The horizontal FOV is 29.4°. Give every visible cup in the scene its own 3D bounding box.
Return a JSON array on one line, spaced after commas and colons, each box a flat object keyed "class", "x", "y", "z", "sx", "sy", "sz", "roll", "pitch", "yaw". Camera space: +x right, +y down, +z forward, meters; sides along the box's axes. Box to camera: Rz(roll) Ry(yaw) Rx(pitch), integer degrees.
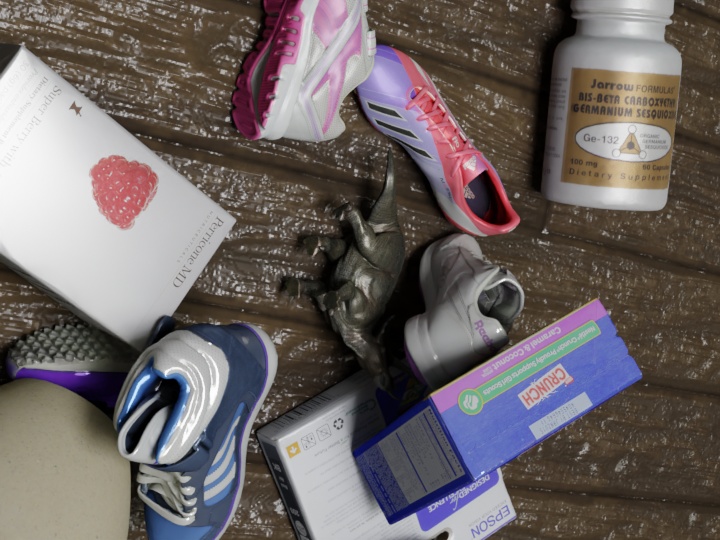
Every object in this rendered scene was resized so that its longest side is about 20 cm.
[{"class": "cup", "x": -0.241, "y": 0.163, "z": 0.966, "sx": 0.200, "sy": 0.200, "sz": 0.144, "roll": 52, "pitch": 48, "yaw": -29}]

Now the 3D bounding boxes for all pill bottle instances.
[{"class": "pill bottle", "x": 0.226, "y": -0.159, "z": 1.222, "sx": 0.114, "sy": 0.114, "sz": 0.201, "roll": -1, "pitch": 100, "yaw": -32}]

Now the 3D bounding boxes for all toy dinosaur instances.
[{"class": "toy dinosaur", "x": 0.000, "y": 0.000, "z": 1.148, "sx": 0.102, "sy": 0.077, "sz": 0.201, "roll": 22, "pitch": 72, "yaw": -49}]

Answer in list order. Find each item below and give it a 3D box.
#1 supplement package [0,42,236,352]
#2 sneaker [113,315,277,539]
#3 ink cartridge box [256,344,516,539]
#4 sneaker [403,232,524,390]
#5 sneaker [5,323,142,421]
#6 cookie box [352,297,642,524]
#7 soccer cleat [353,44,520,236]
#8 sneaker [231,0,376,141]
[{"class": "supplement package", "x": -0.212, "y": -0.052, "z": 0.964, "sx": 0.200, "sy": 0.120, "sz": 0.122, "roll": 39, "pitch": 78, "yaw": -32}, {"class": "sneaker", "x": -0.138, "y": 0.129, "z": 0.960, "sx": 0.146, "sy": 0.080, "sz": 0.201, "roll": -11, "pitch": 126, "yaw": -63}, {"class": "ink cartridge box", "x": 0.029, "y": 0.181, "z": 1.208, "sx": 0.198, "sy": 0.043, "sz": 0.201, "roll": -29, "pitch": 112, "yaw": -24}, {"class": "sneaker", "x": 0.096, "y": 0.025, "z": 1.140, "sx": 0.099, "sy": 0.200, "sz": 0.075, "roll": -26, "pitch": 113, "yaw": 22}, {"class": "sneaker", "x": -0.174, "y": 0.100, "z": 1.050, "sx": 0.199, "sy": 0.070, "sz": 0.100, "roll": 4, "pitch": 106, "yaw": -30}, {"class": "cookie box", "x": 0.104, "y": 0.117, "z": 1.096, "sx": 0.171, "sy": 0.200, "sz": 0.075, "roll": -27, "pitch": 81, "yaw": -25}, {"class": "soccer cleat", "x": 0.067, "y": -0.109, "z": 1.154, "sx": 0.067, "sy": 0.076, "sz": 0.200, "roll": -45, "pitch": 120, "yaw": -17}, {"class": "sneaker", "x": -0.030, "y": -0.191, "z": 1.081, "sx": 0.088, "sy": 0.081, "sz": 0.201, "roll": 15, "pitch": 100, "yaw": -35}]
